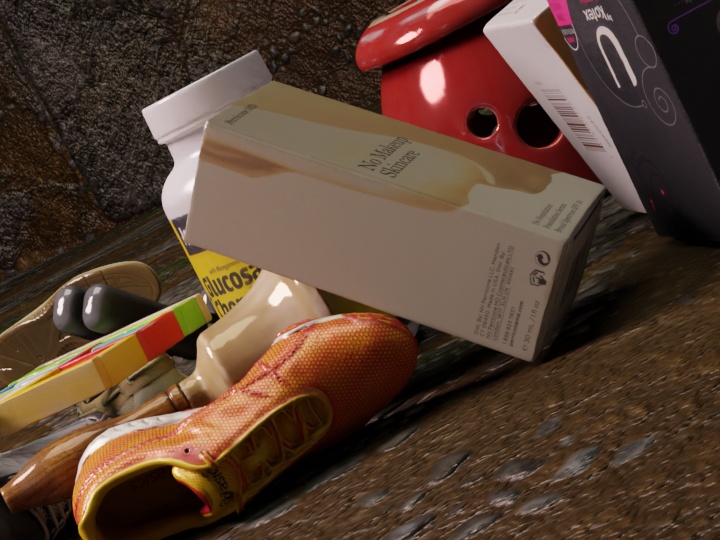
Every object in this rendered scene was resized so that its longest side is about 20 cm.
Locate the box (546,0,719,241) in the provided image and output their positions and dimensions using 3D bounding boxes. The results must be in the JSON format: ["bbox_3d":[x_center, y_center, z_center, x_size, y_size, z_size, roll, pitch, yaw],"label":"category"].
[{"bbox_3d":[0.180,-0.126,0.941,0.106,0.201,0.122,-29,8,-9],"label":"box"}]

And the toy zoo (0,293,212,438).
[{"bbox_3d":[-0.180,0.068,1.058,0.131,0.021,0.200,-24,5,19],"label":"toy zoo"}]

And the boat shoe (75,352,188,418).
[{"bbox_3d":[-0.158,0.085,1.224,0.073,0.063,0.201,-30,9,-17],"label":"boat shoe"}]

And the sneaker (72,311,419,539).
[{"bbox_3d":[-0.055,0.090,0.910,0.199,0.073,0.077,-31,28,6],"label":"sneaker"}]

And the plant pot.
[{"bbox_3d":[0.104,-0.131,1.309,0.200,0.183,0.200,-28,10,5],"label":"plant pot"}]

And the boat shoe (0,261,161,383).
[{"bbox_3d":[-0.288,0.048,1.817,0.200,0.073,0.063,-33,8,15],"label":"boat shoe"}]

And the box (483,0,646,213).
[{"bbox_3d":[0.204,-0.154,1.072,0.200,0.152,0.106,-42,11,-5],"label":"box"}]

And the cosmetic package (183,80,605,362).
[{"bbox_3d":[0.019,-0.030,0.939,0.199,0.071,0.105,18,24,12],"label":"cosmetic package"}]

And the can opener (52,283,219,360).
[{"bbox_3d":[-0.133,0.034,1.236,0.052,0.067,0.200,-6,-12,33],"label":"can opener"}]

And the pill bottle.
[{"bbox_3d":[-0.053,-0.027,1.089,0.112,0.201,0.112,-27,8,4],"label":"pill bottle"}]

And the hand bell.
[{"bbox_3d":[-0.105,0.077,0.971,0.199,0.105,0.104,-30,8,-10],"label":"hand bell"}]

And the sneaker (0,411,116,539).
[{"bbox_3d":[-0.183,0.122,1.047,0.115,0.075,0.200,-26,7,-8],"label":"sneaker"}]
